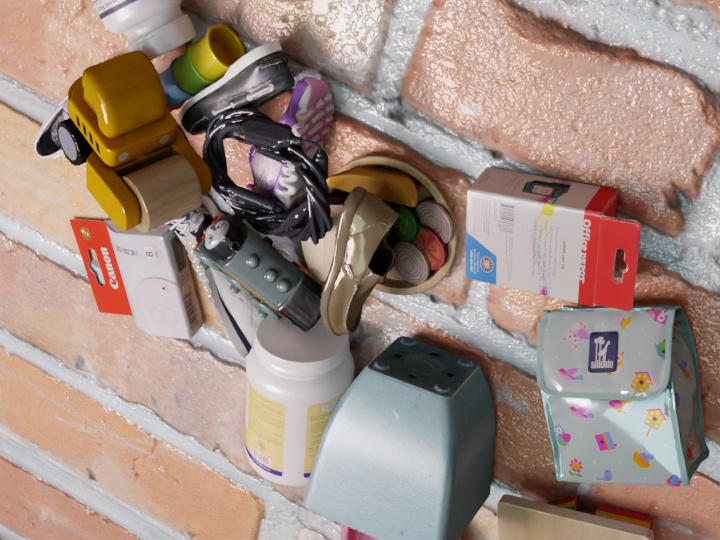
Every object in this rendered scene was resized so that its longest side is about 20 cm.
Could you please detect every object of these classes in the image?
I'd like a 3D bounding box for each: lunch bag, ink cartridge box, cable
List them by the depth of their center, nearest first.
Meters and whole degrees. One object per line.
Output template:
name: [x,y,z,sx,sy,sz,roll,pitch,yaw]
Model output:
ink cartridge box: [0.220,-0.036,1.316,0.197,0.067,0.118,13,123,24]
lunch bag: [0.296,0.135,1.338,0.168,0.122,0.203,-3,107,34]
cable: [-0.110,-0.110,1.388,0.198,0.051,0.165,15,136,35]
ink cartridge box: [-0.329,0.011,1.675,0.197,0.057,0.165,1,119,24]

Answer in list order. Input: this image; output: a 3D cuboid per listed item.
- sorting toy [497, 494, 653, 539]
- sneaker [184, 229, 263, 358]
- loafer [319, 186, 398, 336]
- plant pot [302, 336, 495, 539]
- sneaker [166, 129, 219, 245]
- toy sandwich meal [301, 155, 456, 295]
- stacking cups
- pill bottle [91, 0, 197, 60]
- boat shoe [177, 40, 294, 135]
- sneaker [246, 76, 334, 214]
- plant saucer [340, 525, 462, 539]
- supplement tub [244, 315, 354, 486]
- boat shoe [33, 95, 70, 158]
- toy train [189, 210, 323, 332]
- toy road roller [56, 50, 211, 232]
sorting toy: [0.283,0.380,1.516,0.196,0.070,0.203,9,121,26]
sneaker: [-0.167,0.017,1.556,0.076,0.080,0.202,49,165,57]
loafer: [0.000,0.000,1.379,0.067,0.076,0.202,19,129,14]
plant pot: [0.065,0.204,1.475,0.194,0.195,0.203,19,114,20]
sneaker: [-0.250,-0.087,1.551,0.076,0.085,0.202,-14,109,35]
toy sandwich meal: [0.019,-0.046,1.426,0.203,0.070,0.208,14,123,23]
stacking cups: [-0.226,-0.235,1.475,0.199,0.060,0.061,-27,101,41]
pill bottle: [-0.275,-0.354,1.396,0.110,0.111,0.202,-15,108,35]
boat shoe: [-0.153,-0.203,1.422,0.199,0.075,0.061,-31,86,49]
sneaker: [-0.094,-0.150,1.433,0.088,0.080,0.202,32,129,20]
plant saucer: [0.069,0.394,1.662,0.198,0.051,0.203,14,123,22]
supplement tub: [-0.081,0.167,1.558,0.144,0.145,0.202,18,124,20]
boat shoe: [-0.368,-0.210,1.558,0.199,0.069,0.073,-25,103,35]
toy train: [-0.124,0.000,1.465,0.200,0.086,0.114,41,170,-27]
toy road roller: [-0.268,-0.161,1.383,0.200,0.122,0.147,49,148,22]
